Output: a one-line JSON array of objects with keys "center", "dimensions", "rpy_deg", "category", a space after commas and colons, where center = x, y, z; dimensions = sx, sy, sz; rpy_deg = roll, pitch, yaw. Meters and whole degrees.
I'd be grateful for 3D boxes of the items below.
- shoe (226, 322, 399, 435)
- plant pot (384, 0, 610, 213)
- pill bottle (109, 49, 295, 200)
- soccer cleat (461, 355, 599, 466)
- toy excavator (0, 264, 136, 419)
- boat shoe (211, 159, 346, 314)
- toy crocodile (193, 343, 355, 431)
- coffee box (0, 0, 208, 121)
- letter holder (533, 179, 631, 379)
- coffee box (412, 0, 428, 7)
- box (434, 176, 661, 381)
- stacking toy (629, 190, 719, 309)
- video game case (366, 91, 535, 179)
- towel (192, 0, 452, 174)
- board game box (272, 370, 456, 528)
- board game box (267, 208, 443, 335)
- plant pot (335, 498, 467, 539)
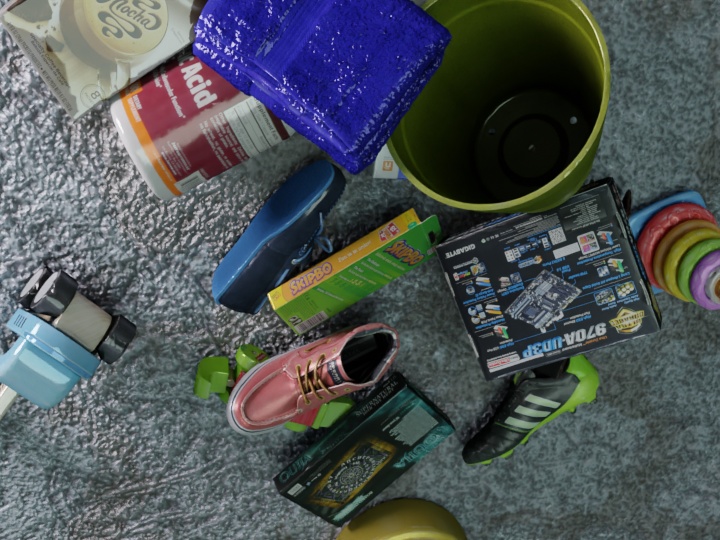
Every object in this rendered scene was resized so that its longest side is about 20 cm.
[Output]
[{"center": [-0.050, 0.113, 0.999], "dimensions": [0.198, 0.091, 0.073], "rpy_deg": [-27, 93, -26], "category": "shoe"}, {"center": [0.140, -0.135, 0.848], "dimensions": [0.200, 0.201, 0.192], "rpy_deg": [-45, 158, 9], "category": "plant pot"}, {"center": [-0.129, -0.162, 0.883], "dimensions": [0.197, 0.115, 0.116], "rpy_deg": [-28, 117, 0], "category": "pill bottle"}, {"center": [0.200, 0.166, 1.138], "dimensions": [0.198, 0.068, 0.082], "rpy_deg": [-35, 97, 9], "category": "soccer cleat"}, {"center": [-0.347, 0.105, 0.949], "dimensions": [0.100, 0.193, 0.202], "rpy_deg": [41, 72, -26], "category": "toy excavator"}, {"center": [-0.079, -0.034, 0.983], "dimensions": [0.068, 0.085, 0.200], "rpy_deg": [31, 120, -31], "category": "boat shoe"}, {"center": [-0.097, 0.142, 1.054], "dimensions": [0.197, 0.062, 0.068], "rpy_deg": [23, 107, -22], "category": "toy crocodile"}, {"center": [-0.213, -0.246, 0.845], "dimensions": [0.198, 0.080, 0.114], "rpy_deg": [-33, 116, 3], "category": "coffee box"}, {"center": [0.226, -0.007, 1.054], "dimensions": [0.099, 0.142, 0.204], "rpy_deg": [23, 112, 12], "category": "letter holder"}, {"center": [0.077, -0.327, 0.851], "dimensions": [0.114, 0.080, 0.200], "rpy_deg": [44, 88, -18], "category": "coffee box"}, {"center": [0.195, 0.012, 0.967], "dimensions": [0.197, 0.046, 0.162], "rpy_deg": [-20, 98, 24], "category": "box"}, {"center": [0.388, 0.001, 1.028], "dimensions": [0.108, 0.201, 0.118], "rpy_deg": [-21, 116, -2], "category": "stacking toy"}, {"center": [0.111, -0.186, 0.967], "dimensions": [0.195, 0.046, 0.185], "rpy_deg": [0, 114, -13], "category": "video game case"}, {"center": [-0.038, -0.196, 0.782], "dimensions": [0.199, 0.049, 0.149], "rpy_deg": [38, 97, 12], "category": "towel"}, {"center": [0.008, 0.221, 1.111], "dimensions": [0.199, 0.028, 0.135], "rpy_deg": [-40, 135, 6], "category": "board game box"}, {"center": [0.000, 0.000, 1.006], "dimensions": [0.197, 0.030, 0.096], "rpy_deg": [-28, 156, 2], "category": "board game box"}, {"center": [0.068, 0.425, 1.147], "dimensions": [0.196, 0.189, 0.205], "rpy_deg": [-5, 114, -11], "category": "plant pot"}]
